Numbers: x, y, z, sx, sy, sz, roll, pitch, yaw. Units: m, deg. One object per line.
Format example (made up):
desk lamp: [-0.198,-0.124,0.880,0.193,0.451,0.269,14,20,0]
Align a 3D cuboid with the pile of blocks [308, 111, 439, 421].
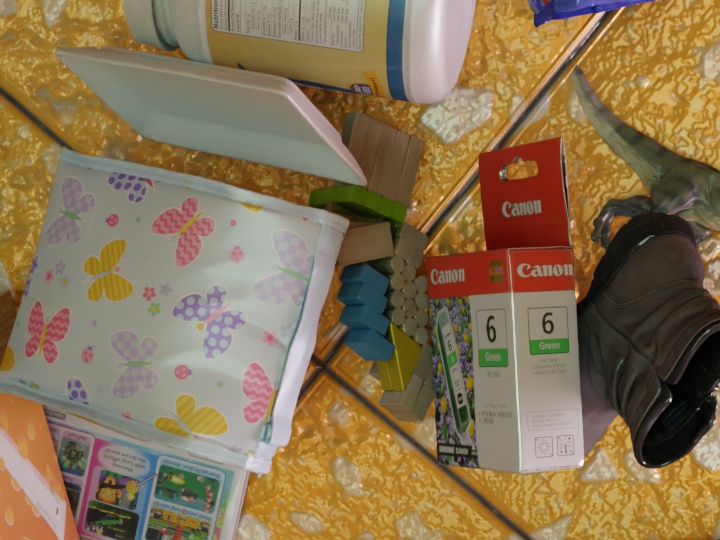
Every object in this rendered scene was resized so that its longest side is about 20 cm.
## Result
pile of blocks: [0.000,0.000,1.145,0.062,0.082,0.201,-5,92,52]

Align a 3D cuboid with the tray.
tray: [-0.092,-0.104,1.107,0.200,0.107,0.022,14,71,37]

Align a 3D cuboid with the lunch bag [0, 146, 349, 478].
lunch bag: [-0.108,0.028,1.114,0.200,0.127,0.170,12,87,35]

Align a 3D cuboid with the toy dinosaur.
toy dinosaur: [0.197,-0.039,1.119,0.200,0.047,0.088,34,98,8]

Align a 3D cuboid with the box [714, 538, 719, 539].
box: [0.221,0.238,1.147,0.199,0.048,0.118,-15,94,15]

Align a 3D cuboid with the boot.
boot: [0.157,0.075,1.070,0.070,0.132,0.200,9,126,-17]

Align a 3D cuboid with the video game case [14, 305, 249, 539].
video game case: [-0.176,0.135,1.227,0.199,0.024,0.183,15,100,9]

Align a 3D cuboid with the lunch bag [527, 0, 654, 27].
lunch bag: [0.121,-0.225,1.027,0.094,0.200,0.151,-11,95,12]

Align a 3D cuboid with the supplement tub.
supplement tub: [-0.033,-0.186,1.093,0.199,0.145,0.145,10,99,11]

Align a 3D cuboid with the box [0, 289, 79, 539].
box: [-0.268,0.129,1.162,0.097,0.124,0.201,-12,100,12]

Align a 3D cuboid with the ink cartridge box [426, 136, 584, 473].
ink cartridge box: [0.086,0.022,1.100,0.050,0.109,0.201,-3,89,-25]
